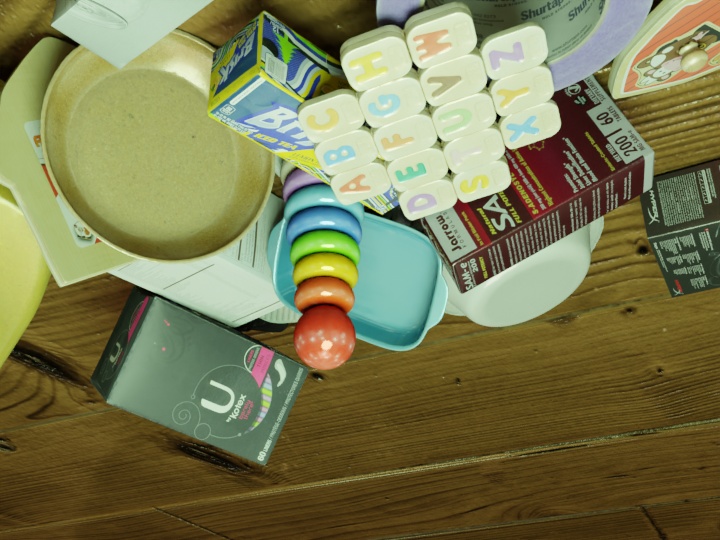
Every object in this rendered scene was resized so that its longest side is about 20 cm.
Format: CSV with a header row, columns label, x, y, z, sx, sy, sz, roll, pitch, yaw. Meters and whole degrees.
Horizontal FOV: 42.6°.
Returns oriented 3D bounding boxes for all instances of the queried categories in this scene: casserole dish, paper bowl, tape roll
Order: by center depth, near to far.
label,x,y,z,sx,sy,sz,roll,pitch,yaw
tape roll,0.108,-0.221,0.673,0.196,0.086,0.201,-1,151,-1
casserole dish,0.000,0.000,0.913,0.197,0.123,0.039,19,-163,22
paper bowl,0.156,-0.020,0.954,0.197,0.105,0.202,-16,147,-10

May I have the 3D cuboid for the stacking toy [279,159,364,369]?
label,x,y,z,sx,sy,sz,roll,pitch,yaw
stacking toy,-0.033,-0.011,0.815,0.084,0.203,0.086,0,151,0

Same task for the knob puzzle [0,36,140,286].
label,x,y,z,sx,sy,sz,roll,pitch,yaw
knob puzzle,-0.229,-0.099,0.783,0.030,0.223,0.218,-24,143,38

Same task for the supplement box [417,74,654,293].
label,x,y,z,sx,sy,sz,roll,pitch,yaw
supplement box,0.148,-0.079,0.826,0.198,0.110,0.061,-30,150,0

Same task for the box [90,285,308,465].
label,x,y,z,sx,sy,sz,roll,pitch,yaw
box,-0.178,0.116,1.028,0.198,0.124,0.106,27,174,-26

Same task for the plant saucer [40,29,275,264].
label,x,y,z,sx,sy,sz,roll,pitch,yaw
plant saucer,-0.167,-0.102,0.768,0.198,0.204,0.035,16,162,-27

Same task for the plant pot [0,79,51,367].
label,x,y,z,sx,sy,sz,roll,pitch,yaw
plant pot,-0.345,-0.057,0.820,0.194,0.196,0.199,33,132,-26

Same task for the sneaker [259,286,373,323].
label,x,y,z,sx,sy,sz,roll,pitch,yaw
sneaker,-0.035,0.004,1.027,0.198,0.106,0.076,0,142,37

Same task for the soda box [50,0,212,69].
label,x,y,z,sx,sy,sz,roll,pitch,yaw
soda box,-0.138,-0.230,0.670,0.198,0.064,0.068,-23,143,33

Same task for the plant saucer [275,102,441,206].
label,x,y,z,sx,sy,sz,roll,pitch,yaw
plant saucer,0.007,-0.134,0.856,0.196,0.051,0.201,-1,150,0

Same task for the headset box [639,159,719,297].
label,x,y,z,sx,sy,sz,roll,pitch,yaw
headset box,0.410,-0.054,0.978,0.197,0.078,0.149,-16,148,23

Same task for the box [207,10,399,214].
label,x,y,z,sx,sy,sz,roll,pitch,yaw
box,-0.027,-0.123,0.759,0.070,0.065,0.199,-26,141,37

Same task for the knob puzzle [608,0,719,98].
label,x,y,z,sx,sy,sz,roll,pitch,yaw
knob puzzle,0.284,-0.183,0.718,0.216,0.031,0.220,-19,166,-5

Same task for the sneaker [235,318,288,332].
label,x,y,z,sx,sy,sz,roll,pitch,yaw
sneaker,-0.173,0.073,1.149,0.198,0.114,0.073,25,143,-37

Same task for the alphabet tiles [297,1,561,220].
label,x,y,z,sx,sy,sz,roll,pitch,yaw
alphabet tiles,0.057,-0.114,0.718,0.193,0.015,0.201,-17,143,9

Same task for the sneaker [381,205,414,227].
label,x,y,z,sx,sy,sz,roll,pitch,yaw
sneaker,0.038,-0.006,1.057,0.070,0.074,0.200,12,148,-16

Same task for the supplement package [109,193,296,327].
label,x,y,z,sx,sy,sz,roll,pitch,yaw
supplement package,-0.165,-0.037,0.959,0.113,0.111,0.199,-22,144,34
